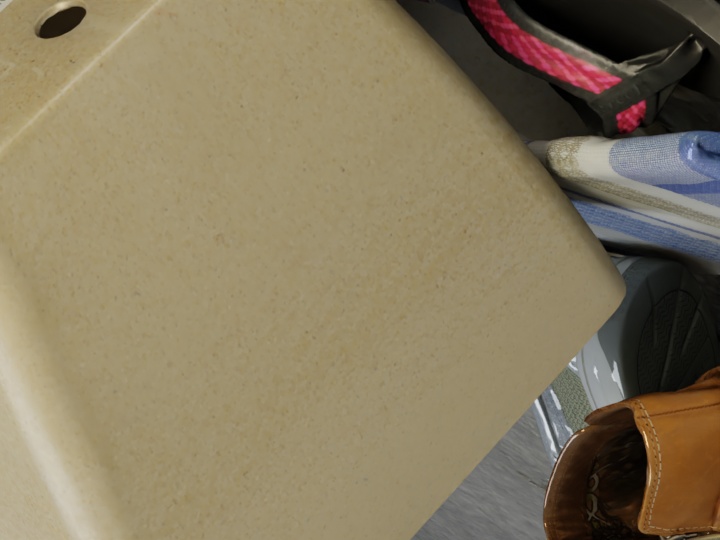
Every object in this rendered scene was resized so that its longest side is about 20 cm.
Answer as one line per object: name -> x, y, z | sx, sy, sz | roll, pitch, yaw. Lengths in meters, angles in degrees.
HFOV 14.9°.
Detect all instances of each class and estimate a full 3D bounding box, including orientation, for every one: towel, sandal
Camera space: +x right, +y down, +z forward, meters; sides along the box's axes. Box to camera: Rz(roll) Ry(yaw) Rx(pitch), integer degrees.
towel -> 0.107, -0.022, 0.876 | 0.146, 0.024, 0.200 | 15, 174, -26
sandal -> 0.062, -0.074, 0.877 | 0.200, 0.045, 0.075 | 23, 166, 48

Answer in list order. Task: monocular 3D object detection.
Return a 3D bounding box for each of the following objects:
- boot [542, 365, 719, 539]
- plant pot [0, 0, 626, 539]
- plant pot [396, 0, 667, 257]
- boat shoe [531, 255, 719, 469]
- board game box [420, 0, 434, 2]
boot -> 0.135, 0.080, 0.930 | 0.200, 0.155, 0.077 | 114, 137, -60
plant pot -> -0.076, -0.016, 0.818 | 0.200, 0.200, 0.177 | 21, 149, 44
plant pot -> 0.000, 0.000, 1.038 | 0.200, 0.184, 0.200 | 32, 170, 6
boat shoe -> 0.098, 0.068, 1.003 | 0.065, 0.075, 0.202 | 16, 146, 33
board game box -> -0.084, -0.171, 0.883 | 0.200, 0.043, 0.199 | 40, 169, -36
